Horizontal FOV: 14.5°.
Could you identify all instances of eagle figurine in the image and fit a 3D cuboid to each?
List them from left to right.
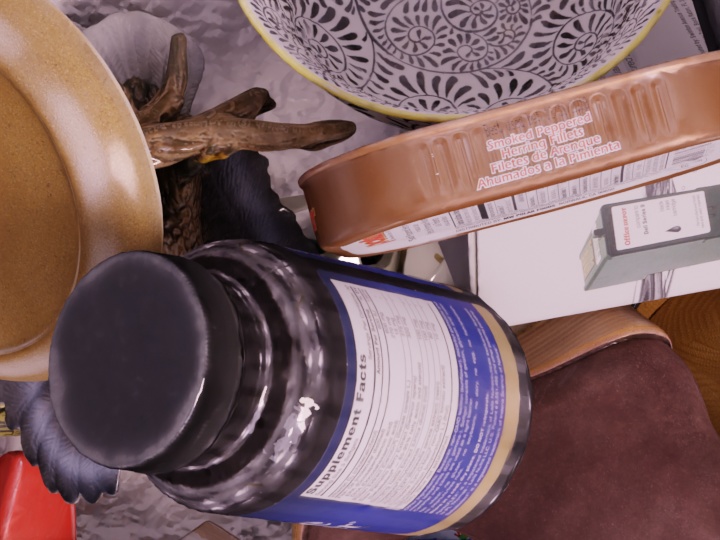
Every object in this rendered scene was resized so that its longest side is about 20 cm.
[{"bbox_3d":[-0.088,0.003,1.253,0.151,0.152,0.200,-49,155,-31],"label":"eagle figurine"}]

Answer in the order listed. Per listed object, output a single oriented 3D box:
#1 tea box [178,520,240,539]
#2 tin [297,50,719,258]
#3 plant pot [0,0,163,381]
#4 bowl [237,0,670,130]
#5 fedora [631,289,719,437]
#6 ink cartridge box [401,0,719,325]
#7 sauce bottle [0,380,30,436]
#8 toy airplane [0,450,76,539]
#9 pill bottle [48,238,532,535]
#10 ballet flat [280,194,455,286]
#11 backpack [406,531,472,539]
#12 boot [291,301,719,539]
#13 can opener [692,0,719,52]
[{"bbox_3d":[-0.045,0.261,1.319,0.134,0.200,0.197,-33,142,-46],"label":"tea box"},{"bbox_3d":[0.075,-0.046,1.145,0.200,0.042,0.112,-15,170,3],"label":"tin"},{"bbox_3d":[-0.172,-0.038,1.181,0.200,0.027,0.200,16,123,26],"label":"plant pot"},{"bbox_3d":[0.042,-0.131,1.220,0.200,0.201,0.094,-16,155,-5],"label":"bowl"},{"bbox_3d":[0.187,0.051,1.330,0.200,0.201,0.082,-30,141,6],"label":"fedora"},{"bbox_3d":[0.126,-0.061,1.294,0.200,0.146,0.084,-10,129,-8],"label":"ink cartridge box"},{"bbox_3d":[-0.157,0.046,1.339,0.200,0.066,0.066,-4,125,-13],"label":"sauce bottle"},{"bbox_3d":[-0.191,0.202,1.390,0.199,0.141,0.200,-38,126,-13],"label":"toy airplane"},{"bbox_3d":[-0.028,0.047,1.157,0.200,0.112,0.112,13,123,-50],"label":"pill bottle"},{"bbox_3d":[0.000,0.000,1.352,0.200,0.067,0.071,4,113,-20],"label":"ballet flat"},{"bbox_3d":[0.073,0.181,1.389,0.190,0.154,0.200,-12,105,22],"label":"backpack"},{"bbox_3d":[0.074,0.111,1.264,0.200,0.166,0.072,-42,145,11],"label":"boot"},{"bbox_3d":[0.168,-0.137,1.225,0.066,0.200,0.053,-11,157,3],"label":"can opener"}]
